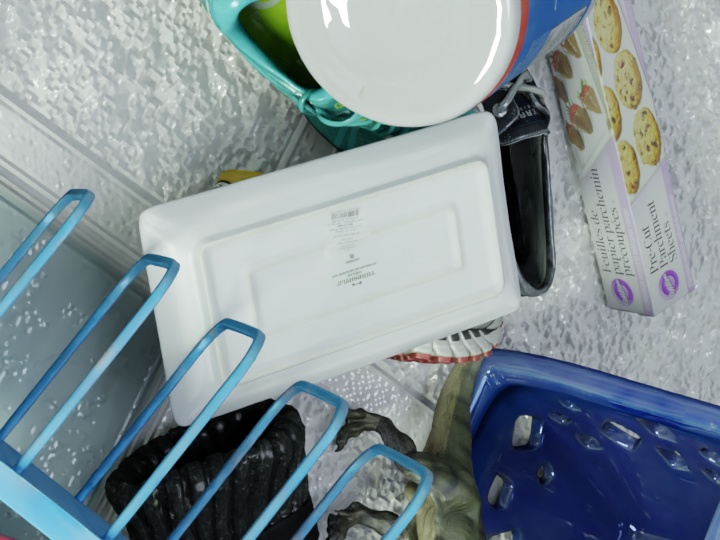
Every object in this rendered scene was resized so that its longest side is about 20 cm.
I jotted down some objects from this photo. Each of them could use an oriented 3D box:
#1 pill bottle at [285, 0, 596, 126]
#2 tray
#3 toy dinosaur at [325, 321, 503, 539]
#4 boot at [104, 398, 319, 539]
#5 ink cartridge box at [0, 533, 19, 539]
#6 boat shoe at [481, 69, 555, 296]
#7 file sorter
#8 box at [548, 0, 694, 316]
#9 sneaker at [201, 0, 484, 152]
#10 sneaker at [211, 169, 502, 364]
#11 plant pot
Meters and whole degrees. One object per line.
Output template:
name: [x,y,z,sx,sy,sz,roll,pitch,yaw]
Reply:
pill bottle: [0.052,-0.145,1.087,0.200,0.112,0.113,-41,125,-61]
tray: [-0.006,-0.002,1.101,0.199,0.022,0.108,-18,108,-28]
toy dinosaur: [0.028,0.113,1.202,0.088,0.048,0.201,6,59,-5]
boot: [-0.090,0.172,1.103,0.211,0.079,0.158,-42,129,-41]
ink cartridge box: [-0.187,0.213,0.981,0.083,0.147,0.200,43,68,-35]
boat shoe: [0.069,-0.082,1.216,0.072,0.068,0.201,-15,106,-39]
file sorter: [-0.087,0.071,0.992,0.200,0.139,0.123,39,83,-11]
box: [0.145,-0.073,1.303,0.041,0.039,0.201,-29,114,-34]
sneaker: [-0.010,-0.092,1.127,0.077,0.080,0.200,-40,124,19]
sneaker: [0.000,0.000,1.162,0.200,0.078,0.082,16,84,-42]
plant pot: [0.144,0.180,1.241,0.180,0.200,0.201,38,72,-45]
